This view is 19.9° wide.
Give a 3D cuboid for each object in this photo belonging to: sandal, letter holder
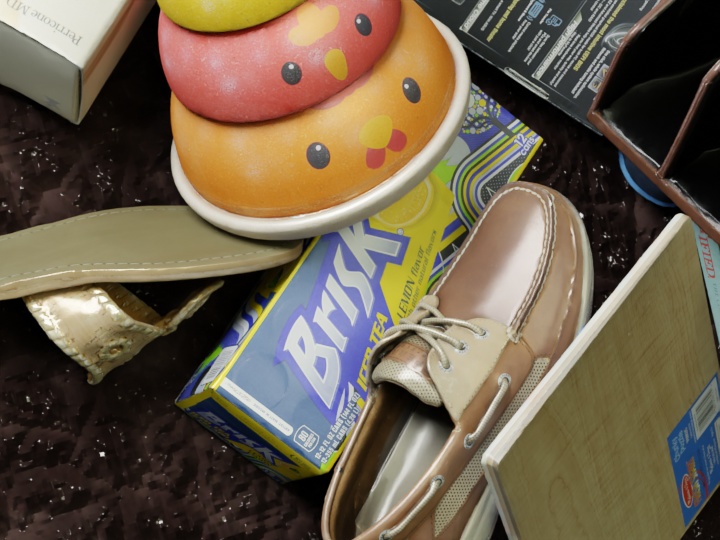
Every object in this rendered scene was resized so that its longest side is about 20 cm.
[{"bbox_3d":[-0.132,0.017,0.925,0.211,0.078,0.070,-3,113,-15],"label":"sandal"},{"bbox_3d":[0.221,-0.127,0.952,0.200,0.142,0.101,-38,73,-22],"label":"letter holder"}]

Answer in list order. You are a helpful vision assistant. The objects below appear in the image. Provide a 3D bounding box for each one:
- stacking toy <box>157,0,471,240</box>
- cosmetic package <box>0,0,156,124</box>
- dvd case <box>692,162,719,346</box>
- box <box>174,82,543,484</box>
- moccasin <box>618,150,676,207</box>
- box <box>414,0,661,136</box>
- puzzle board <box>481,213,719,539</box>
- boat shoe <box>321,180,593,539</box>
[{"bbox_3d":[-0.046,-0.124,0.889,0.146,0.146,0.200,-49,137,-22],"label":"stacking toy"},{"bbox_3d":[-0.122,-0.180,0.941,0.105,0.071,0.200,28,70,0],"label":"cosmetic package"},{"bbox_3d":[0.256,-0.035,1.064,0.200,0.022,0.146,-32,121,-24],"label":"dvd case"},{"bbox_3d":[0.000,0.000,0.969,0.070,0.064,0.200,38,70,-11],"label":"box"},{"bbox_3d":[0.195,-0.126,1.063,0.080,0.068,0.200,31,69,-6],"label":"moccasin"},{"bbox_3d":[0.110,-0.191,1.000,0.160,0.044,0.200,31,106,-13],"label":"box"},{"bbox_3d":[0.119,0.087,0.956,0.017,0.200,0.151,25,63,32],"label":"puzzle board"},{"bbox_3d":[0.042,0.049,0.909,0.072,0.076,0.200,31,75,-45],"label":"boat shoe"}]
